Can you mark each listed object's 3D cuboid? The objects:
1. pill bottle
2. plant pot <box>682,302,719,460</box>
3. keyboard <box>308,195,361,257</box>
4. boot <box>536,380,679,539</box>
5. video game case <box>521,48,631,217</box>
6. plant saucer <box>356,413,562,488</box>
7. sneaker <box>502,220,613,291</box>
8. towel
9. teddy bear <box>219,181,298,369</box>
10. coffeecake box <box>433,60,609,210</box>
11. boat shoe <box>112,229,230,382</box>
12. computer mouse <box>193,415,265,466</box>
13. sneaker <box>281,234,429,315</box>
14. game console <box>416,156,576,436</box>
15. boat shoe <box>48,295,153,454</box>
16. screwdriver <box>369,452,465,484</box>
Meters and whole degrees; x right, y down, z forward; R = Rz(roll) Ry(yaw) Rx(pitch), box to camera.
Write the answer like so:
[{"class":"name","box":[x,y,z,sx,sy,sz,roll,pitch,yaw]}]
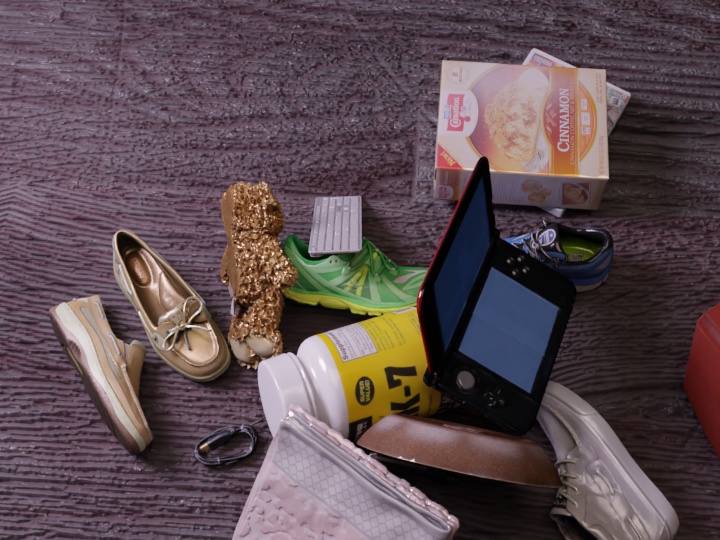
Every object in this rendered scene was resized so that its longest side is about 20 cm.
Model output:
[{"class":"pill bottle","box":[0.001,0.112,1.047,0.197,0.115,0.116,-16,62,-19]},{"class":"plant pot","box":[0.440,0.108,1.024,0.198,0.201,0.177,-30,54,-14]},{"class":"keyboard","box":[-0.026,-0.053,1.141,0.055,0.011,0.201,-8,20,3]},{"class":"boot","box":[0.222,0.211,1.030,0.095,0.074,0.200,-32,67,-22]},{"class":"video game case","box":[0.231,-0.175,1.267,0.142,0.018,0.201,28,66,15]},{"class":"plant saucer","box":[0.095,0.166,0.964,0.196,0.200,0.037,11,86,7]},{"class":"sneaker","box":[0.189,-0.020,1.141,0.196,0.090,0.080,-8,60,-7]},{"class":"towel","box":[-0.021,0.253,0.964,0.198,0.193,0.032,32,31,18]},{"class":"teddy bear","box":[-0.110,0.006,1.116,0.066,0.145,0.203,0,63,-22]},{"class":"coffeecake box","box":[0.188,-0.161,1.209,0.196,0.073,0.156,4,63,4]},{"class":"boat shoe","box":[-0.218,0.040,1.137,0.073,0.063,0.200,-38,68,-18]},{"class":"computer mouse","box":[-0.093,0.143,1.097,0.199,0.034,0.059,-36,68,-16]},{"class":"sneaker","box":[0.000,0.000,1.134,0.196,0.085,0.074,6,19,4]},{"class":"game console","box":[0.140,0.025,0.997,0.170,0.119,0.202,30,55,-2]},{"class":"boat shoe","box":[-0.264,0.102,1.106,0.075,0.072,0.201,-24,63,-25]},{"class":"screwdriver","box":[0.052,0.191,0.988,0.029,0.199,0.028,-31,63,23]}]
